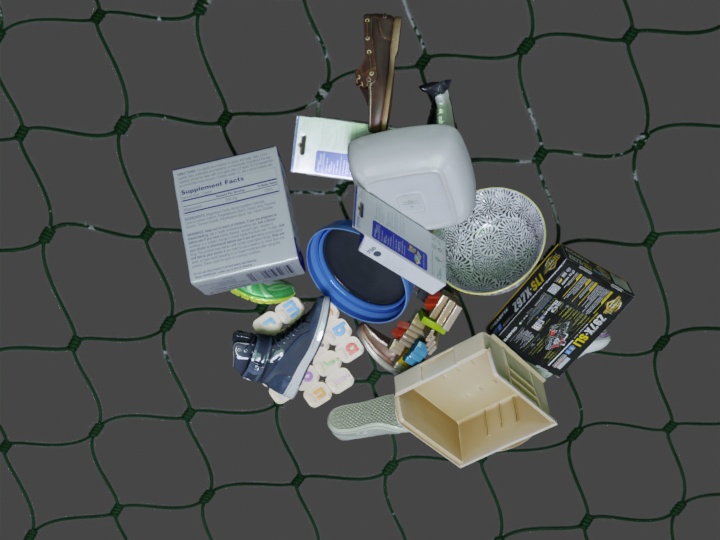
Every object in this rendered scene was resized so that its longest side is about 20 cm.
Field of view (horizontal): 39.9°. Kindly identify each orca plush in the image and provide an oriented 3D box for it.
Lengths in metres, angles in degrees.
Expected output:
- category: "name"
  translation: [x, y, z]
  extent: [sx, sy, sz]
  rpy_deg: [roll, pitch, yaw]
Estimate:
- category: "orca plush"
  translation: [0.117, -0.221, 1.672]
  extent: [0.071, 0.105, 0.201]
  rpy_deg: [11, 133, 35]

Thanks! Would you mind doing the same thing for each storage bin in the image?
- category: "storage bin"
  translation: [0.189, 0.217, 1.667]
  extent: [0.199, 0.094, 0.198]
  rpy_deg: [-30, 131, 27]

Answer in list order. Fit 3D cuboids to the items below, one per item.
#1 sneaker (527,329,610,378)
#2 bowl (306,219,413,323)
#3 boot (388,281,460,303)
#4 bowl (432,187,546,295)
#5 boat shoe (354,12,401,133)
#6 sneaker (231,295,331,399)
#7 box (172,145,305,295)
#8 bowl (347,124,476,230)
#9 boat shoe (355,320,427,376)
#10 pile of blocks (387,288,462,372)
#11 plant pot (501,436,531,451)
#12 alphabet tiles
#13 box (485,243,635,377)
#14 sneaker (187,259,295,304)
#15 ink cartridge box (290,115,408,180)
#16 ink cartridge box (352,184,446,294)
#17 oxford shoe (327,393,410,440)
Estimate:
- category: "sneaker"
  translation: [0.347, 0.141, 1.775]
  extent: [0.198, 0.075, 0.100]
  rpy_deg: [-9, 124, 1]
- category: "bowl"
  translation: [0.000, 0.000, 1.688]
  extent: [0.199, 0.039, 0.202]
  rpy_deg: [21, 137, 21]
- category: "boot"
  translation: [0.091, -0.008, 1.732]
  extent: [0.200, 0.097, 0.075]
  rpy_deg: [41, 110, 15]
- category: "bowl"
  translation: [0.226, -0.032, 1.691]
  extent: [0.199, 0.094, 0.202]
  rpy_deg: [-10, 61, 18]
- category: "boat shoe"
  translation: [0.024, -0.324, 1.636]
  extent: [0.070, 0.070, 0.202]
  rpy_deg: [6, 83, -1]
- category: "sneaker"
  translation: [-0.145, 0.114, 1.737]
  extent: [0.145, 0.077, 0.204]
  rpy_deg: [24, 105, -8]
- category: "box"
  translation: [-0.201, -0.081, 1.651]
  extent: [0.182, 0.105, 0.202]
  rpy_deg: [-12, 76, 3]
- category: "bowl"
  translation: [0.086, -0.135, 1.622]
  extent: [0.198, 0.075, 0.200]
  rpy_deg: [-8, 138, 15]
- category: "boat shoe"
  translation: [0.075, 0.151, 1.769]
  extent: [0.200, 0.076, 0.072]
  rpy_deg: [41, 97, -19]
- category: "pile of blocks"
  translation: [0.092, 0.104, 1.657]
  extent: [0.062, 0.082, 0.200]
  rpy_deg: [28, 128, -10]
- category: "plant pot"
  translation: [0.232, 0.244, 1.787]
  extent: [0.198, 0.028, 0.202]
  rpy_deg: [2, 121, 3]
- category: "alphabet tiles"
  translation: [-0.102, 0.147, 1.793]
  extent: [0.195, 0.015, 0.201]
  rpy_deg: [-33, 102, 10]
- category: "box"
  translation: [0.330, 0.070, 1.649]
  extent: [0.159, 0.050, 0.200]
  rpy_deg: [25, 117, -26]
- category: "sneaker"
  translation: [-0.202, -0.003, 1.724]
  extent: [0.199, 0.074, 0.084]
  rpy_deg: [24, 107, -6]
- category: "ink cartridge box"
  translation: [-0.016, -0.205, 1.685]
  extent: [0.198, 0.039, 0.100]
  rpy_deg: [8, 104, -4]
- category: "ink cartridge box"
  translation: [0.055, -0.049, 1.593]
  extent: [0.199, 0.100, 0.039]
  rpy_deg: [32, 131, -26]
- category: "oxford shoe"
  translation: [0.037, 0.270, 1.806]
  extent: [0.198, 0.076, 0.058]
  rpy_deg: [-6, 146, -7]
